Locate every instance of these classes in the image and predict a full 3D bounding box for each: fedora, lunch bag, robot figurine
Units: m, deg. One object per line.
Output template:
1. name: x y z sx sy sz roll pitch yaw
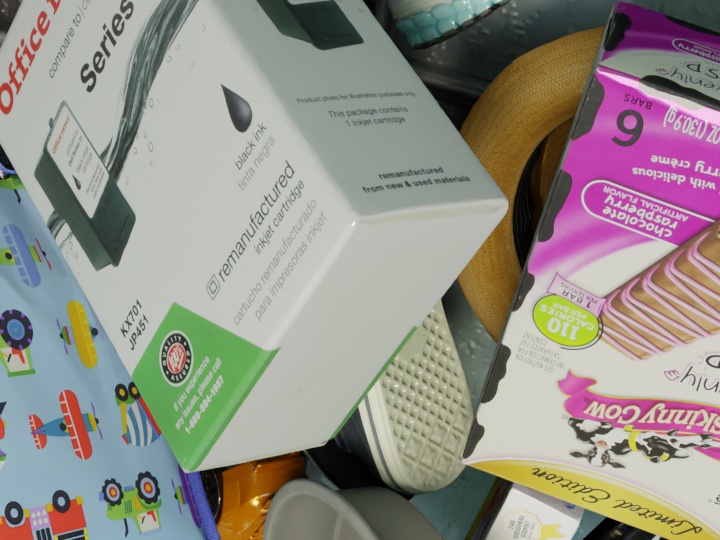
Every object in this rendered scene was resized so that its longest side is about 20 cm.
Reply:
1. fedora: 0.133 -0.026 0.739 0.198 0.082 0.203 9 125 13
2. lunch bag: -0.154 0.040 0.729 0.093 0.150 0.203 -11 86 40
3. robot figurine: -0.107 0.157 0.893 0.143 0.059 0.200 -3 151 -29

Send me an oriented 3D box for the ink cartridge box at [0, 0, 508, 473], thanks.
1. ink cartridge box: -0.055 -0.048 0.660 0.201 0.082 0.147 56 131 26

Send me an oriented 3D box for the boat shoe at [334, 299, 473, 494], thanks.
1. boat shoe: 0.000 0.000 0.739 0.062 0.074 0.202 9 116 52

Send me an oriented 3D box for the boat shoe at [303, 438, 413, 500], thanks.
1. boat shoe: -0.002 0.032 0.820 0.063 0.073 0.203 26 133 53

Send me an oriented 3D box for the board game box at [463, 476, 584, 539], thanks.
1. board game box: 0.067 0.144 0.830 0.034 0.135 0.201 26 124 4

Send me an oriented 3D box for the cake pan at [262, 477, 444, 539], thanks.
1. cake pan: 0.014 0.184 0.738 0.200 0.036 0.202 43 141 50

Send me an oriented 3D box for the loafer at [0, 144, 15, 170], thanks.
1. loafer: -0.225 -0.071 0.802 0.199 0.063 0.072 36 93 -19

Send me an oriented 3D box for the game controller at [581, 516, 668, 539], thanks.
1. game controller: 0.115 0.149 0.779 0.042 0.199 0.105 24 132 35

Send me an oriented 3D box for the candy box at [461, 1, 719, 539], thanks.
1. candy box: 0.131 0.012 0.674 0.135 0.061 0.202 19 127 6

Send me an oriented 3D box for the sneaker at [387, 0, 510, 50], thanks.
1. sneaker: 0.076 -0.171 0.683 0.199 0.078 0.087 -31 97 29
